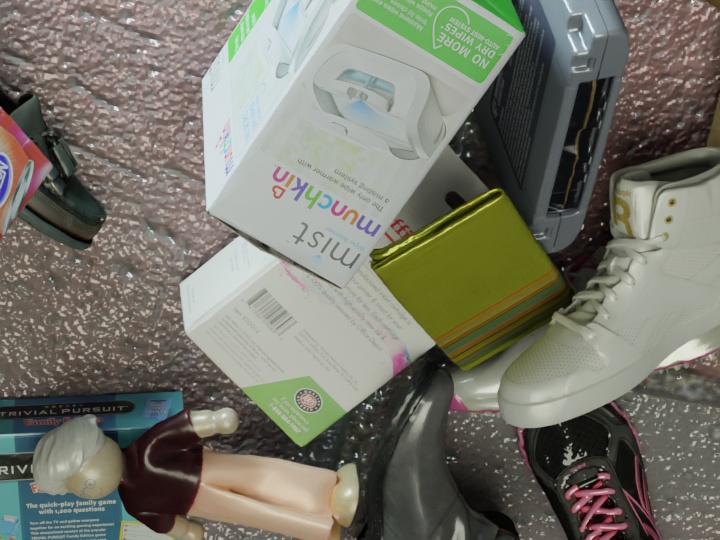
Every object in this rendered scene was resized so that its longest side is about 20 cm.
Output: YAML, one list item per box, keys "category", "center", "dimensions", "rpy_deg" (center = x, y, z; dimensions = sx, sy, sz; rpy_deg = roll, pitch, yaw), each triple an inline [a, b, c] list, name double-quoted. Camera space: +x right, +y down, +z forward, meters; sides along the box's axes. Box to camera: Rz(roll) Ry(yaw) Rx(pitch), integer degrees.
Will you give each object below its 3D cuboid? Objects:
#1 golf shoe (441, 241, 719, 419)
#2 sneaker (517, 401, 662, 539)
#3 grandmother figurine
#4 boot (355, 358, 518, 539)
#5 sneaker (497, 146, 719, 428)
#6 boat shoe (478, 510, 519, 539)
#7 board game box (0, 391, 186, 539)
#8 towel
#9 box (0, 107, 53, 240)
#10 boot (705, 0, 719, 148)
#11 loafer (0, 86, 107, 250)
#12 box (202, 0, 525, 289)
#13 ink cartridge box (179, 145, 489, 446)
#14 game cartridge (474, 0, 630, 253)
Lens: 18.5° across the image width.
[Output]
- category: "golf shoe"
  center: [0.136, 0.032, 1.407]
  dimensions: [0.199, 0.075, 0.092]
  rpy_deg: [-17, 105, -3]
- category: "sneaker"
  center: [0.164, 0.168, 1.456]
  dimensions: [0.079, 0.095, 0.200]
  rpy_deg: [-23, 115, 7]
- category: "grandmother figurine"
  center: [-0.104, 0.130, 1.375]
  dimensions: [0.199, 0.061, 0.122]
  rpy_deg: [11, 121, -12]
- category: "boot"
  center: [0.067, 0.157, 1.390]
  dimensions: [0.131, 0.070, 0.201]
  rpy_deg: [19, 120, 10]
- category: "sneaker"
  center: [0.150, 0.001, 1.311]
  dimensions: [0.200, 0.074, 0.116]
  rpy_deg: [-32, 121, -22]
- category: "boat shoe"
  center: [0.025, 0.218, 1.486]
  dimensions: [0.200, 0.062, 0.075]
  rpy_deg: [-28, 119, 20]
- category: "board game box"
  center: [-0.187, 0.179, 1.449]
  dimensions: [0.150, 0.047, 0.201]
  rpy_deg: [-2, 116, -6]
- category: "towel"
  center: [0.068, 0.005, 1.286]
  dimensions: [0.086, 0.018, 0.200]
  rpy_deg: [-31, 156, 5]
- category: "box"
  center: [-0.284, -0.035, 1.257]
  dimensions: [0.200, 0.100, 0.096]
  rpy_deg: [-18, 121, 41]
- category: "boot"
  center: [0.227, -0.112, 1.343]
  dimensions: [0.174, 0.066, 0.201]
  rpy_deg: [4, 117, -8]
- category: "loafer"
  center: [-0.220, -0.092, 1.303]
  dimensions: [0.200, 0.072, 0.063]
  rpy_deg: [40, 100, -20]
- category: "box"
  center: [-0.004, -0.116, 1.240]
  dimensions: [0.097, 0.200, 0.177]
  rpy_deg: [30, 110, -18]
- category: "ink cartridge box"
  center: [0.000, 0.000, 1.370]
  dimensions: [0.200, 0.067, 0.117]
  rpy_deg: [-38, 115, 13]
- category: "game cartridge"
  center: [0.104, -0.119, 1.261]
  dimensions: [0.041, 0.133, 0.200]
  rpy_deg: [-13, 148, -14]
